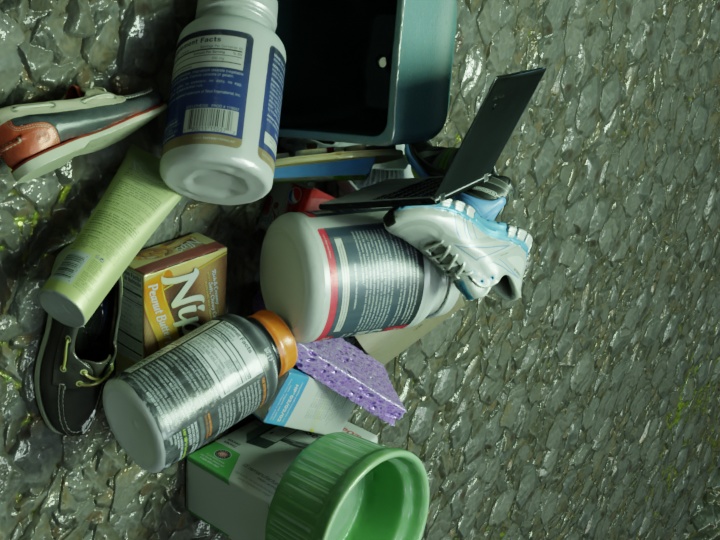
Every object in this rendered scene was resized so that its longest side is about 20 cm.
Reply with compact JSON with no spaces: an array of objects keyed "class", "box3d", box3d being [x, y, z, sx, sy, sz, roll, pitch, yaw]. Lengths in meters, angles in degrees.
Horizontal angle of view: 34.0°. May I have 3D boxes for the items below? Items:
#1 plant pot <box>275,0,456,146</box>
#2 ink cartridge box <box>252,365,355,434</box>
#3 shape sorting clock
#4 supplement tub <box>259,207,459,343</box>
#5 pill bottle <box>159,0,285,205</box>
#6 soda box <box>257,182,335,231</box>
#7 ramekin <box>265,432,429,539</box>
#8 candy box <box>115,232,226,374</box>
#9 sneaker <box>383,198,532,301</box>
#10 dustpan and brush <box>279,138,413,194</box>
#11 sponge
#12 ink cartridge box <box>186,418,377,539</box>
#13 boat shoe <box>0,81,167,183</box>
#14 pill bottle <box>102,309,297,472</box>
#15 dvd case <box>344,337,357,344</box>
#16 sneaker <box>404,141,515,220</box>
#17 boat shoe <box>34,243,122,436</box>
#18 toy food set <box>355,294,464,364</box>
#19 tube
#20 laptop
[{"class":"plant pot","box3d":[0.007,-0.235,1.264,0.199,0.194,0.200,-5,101,-59]},{"class":"ink cartridge box","box3d":[-0.080,0.139,1.415,0.199,0.114,0.069,23,97,-55]},{"class":"shape sorting clock","box3d":[-0.052,-0.116,1.257,0.199,0.198,0.040,-4,93,-52]},{"class":"supplement tub","box3d":[0.000,0.000,1.304,0.197,0.140,0.143,-6,114,-30]},{"class":"pill bottle","box3d":[-0.130,-0.176,1.148,0.111,0.109,0.203,35,54,-54]},{"class":"soda box","box3d":[-0.035,-0.051,1.426,0.199,0.063,0.071,21,91,-55]},{"class":"ramekin","box3d":[-0.018,0.284,1.342,0.199,0.097,0.203,-26,125,-44]},{"class":"candy box","box3d":[-0.204,0.073,1.268,0.115,0.055,0.203,-22,124,-45]},{"class":"sneaker","box3d":[0.108,-0.016,1.248,0.198,0.075,0.088,16,68,-33]},{"class":"dustpan and brush","box3d":[-0.009,-0.131,1.404,0.197,0.057,0.142,4,65,-22]},{"class":"sponge","box3d":[-0.038,0.101,1.389,0.199,0.112,0.030,34,104,-25]},{"class":"ink cartridge box","box3d":[-0.093,0.247,1.434,0.199,0.145,0.085,-24,125,-46]},{"class":"boat shoe","box3d":[-0.255,-0.141,1.082,0.199,0.071,0.063,-35,95,-50]},{"class":"pill bottle","box3d":[-0.157,0.114,1.213,0.199,0.105,0.108,-30,130,-37]},{"class":"dvd case","box3d":[0.039,0.019,1.516,0.142,0.018,0.201,-37,164,-36]},{"class":"sneaker","box3d":[0.114,-0.110,1.366,0.082,0.200,0.071,-36,126,-8]},{"class":"boat shoe","box3d":[-0.276,0.078,1.169,0.071,0.060,0.205,-13,118,-48]},{"class":"toy food set","box3d":[0.058,0.050,1.529,0.143,0.061,0.200,-36,164,0]},{"class":"tube","box3d":[-0.232,-0.036,1.119,0.058,0.051,0.202,52,48,-31]},{"class":"laptop","box3d":[0.077,-0.136,1.203,0.187,0.197,0.118,-26,112,-64]}]
